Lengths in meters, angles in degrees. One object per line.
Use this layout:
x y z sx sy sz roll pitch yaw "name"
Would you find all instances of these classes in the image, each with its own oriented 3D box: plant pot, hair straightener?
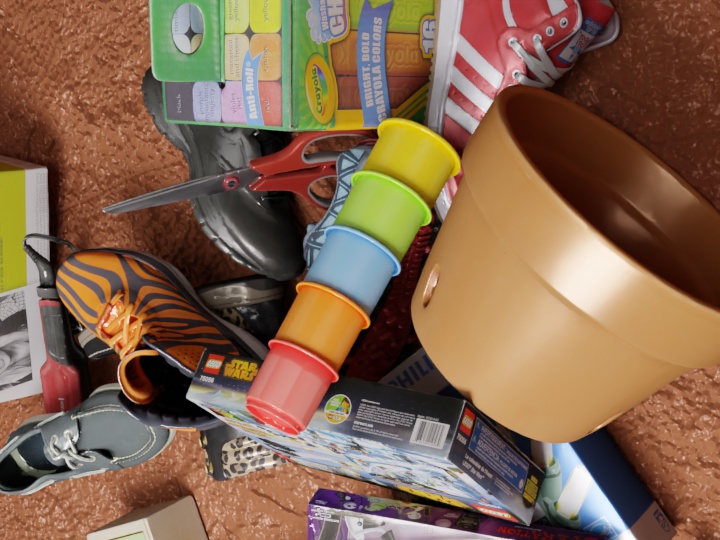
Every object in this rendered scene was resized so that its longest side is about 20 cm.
0.124 0.007 0.695 0.200 0.200 0.140 45 118 16 "plant pot"
-0.254 0.050 0.986 0.041 0.077 0.201 -2 123 5 "hair straightener"

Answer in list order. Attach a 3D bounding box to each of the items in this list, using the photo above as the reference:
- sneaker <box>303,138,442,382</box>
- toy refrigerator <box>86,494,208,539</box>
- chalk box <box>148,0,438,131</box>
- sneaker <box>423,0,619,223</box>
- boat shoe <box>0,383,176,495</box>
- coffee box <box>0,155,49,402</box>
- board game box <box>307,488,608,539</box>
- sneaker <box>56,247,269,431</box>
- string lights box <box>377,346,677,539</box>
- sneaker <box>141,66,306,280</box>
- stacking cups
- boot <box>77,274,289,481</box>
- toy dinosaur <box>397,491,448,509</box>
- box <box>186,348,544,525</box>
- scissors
0.000 0.000 0.847 0.095 0.079 0.201 37 118 40 "sneaker"
-0.156 0.302 0.985 0.076 0.070 0.201 -20 88 31 "toy refrigerator"
-0.048 -0.155 0.752 0.123 0.199 0.126 10 104 40 "chalk box"
0.106 -0.118 0.757 0.112 0.071 0.202 8 101 32 "sneaker"
-0.228 0.144 0.940 0.199 0.062 0.073 -18 109 37 "boat shoe"
-0.400 0.003 0.980 0.199 0.197 0.202 13 106 38 "coffee box"
0.060 0.219 0.779 0.199 0.032 0.121 6 112 17 "board game box"
-0.157 0.045 0.838 0.199 0.112 0.078 28 105 16 "sneaker"
0.113 0.127 0.803 0.103 0.059 0.201 -41 78 31 "string lights box"
-0.089 -0.087 0.876 0.091 0.076 0.201 -32 84 25 "sneaker"
-0.007 0.005 0.710 0.060 0.061 0.201 20 73 25 "stacking cups"
-0.131 0.092 0.934 0.199 0.073 0.152 -15 91 26 "boot"
0.043 0.186 0.845 0.047 0.088 0.202 -7 98 2 "toy dinosaur"
0.004 0.107 0.755 0.199 0.137 0.040 8 68 33 "box"
-0.080 -0.072 0.818 0.014 0.199 0.073 -118 35 -43 "scissors"
